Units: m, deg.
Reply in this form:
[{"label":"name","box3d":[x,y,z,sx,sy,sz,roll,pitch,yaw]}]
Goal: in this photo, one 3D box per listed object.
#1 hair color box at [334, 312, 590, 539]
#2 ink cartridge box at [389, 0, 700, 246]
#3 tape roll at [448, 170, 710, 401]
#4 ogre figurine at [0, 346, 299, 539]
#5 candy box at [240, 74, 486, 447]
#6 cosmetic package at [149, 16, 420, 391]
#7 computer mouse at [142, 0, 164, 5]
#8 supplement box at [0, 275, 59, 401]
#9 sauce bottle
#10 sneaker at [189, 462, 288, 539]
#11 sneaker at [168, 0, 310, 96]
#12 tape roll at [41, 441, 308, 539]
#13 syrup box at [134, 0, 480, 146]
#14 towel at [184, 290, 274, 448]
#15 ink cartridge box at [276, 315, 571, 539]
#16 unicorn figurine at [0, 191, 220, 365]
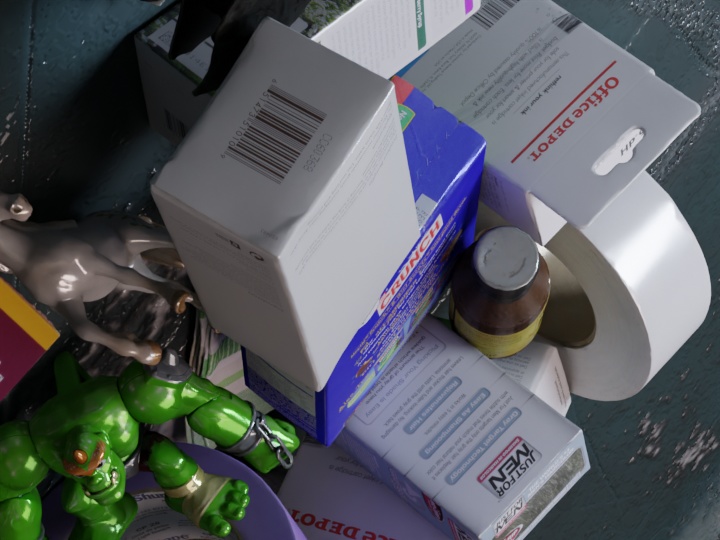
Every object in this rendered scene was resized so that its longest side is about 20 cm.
[{"label":"hair color box","box3d":[0.043,0.094,1.523,0.099,0.200,0.061,-44,150,-15]},{"label":"ink cartridge box","box3d":[0.104,-0.098,1.436,0.116,0.200,0.068,-44,150,-13]},{"label":"tape roll","box3d":[0.139,-0.008,1.584,0.071,0.202,0.203,-44,151,-26]},{"label":"ogre figurine","box3d":[-0.152,0.116,1.402,0.120,0.199,0.098,58,29,-38]},{"label":"candy box","box3d":[0.000,0.000,1.420,0.169,0.077,0.200,-53,171,-16]},{"label":"cosmetic package","box3d":[-0.033,-0.029,1.202,0.113,0.081,0.200,-56,165,-17]},{"label":"computer mouse","box3d":[-0.021,-0.188,1.238,0.199,0.053,0.138,-18,166,-37]},{"label":"supplement box","box3d":[-0.267,0.061,1.174,0.200,0.110,0.086,-48,151,-7]},{"label":"sauce bottle","box3d":[0.089,0.013,1.475,0.065,0.065,0.200,-48,173,-7]},{"label":"sneaker","box3d":[-0.105,0.217,1.627,0.201,0.081,0.088,-61,150,-1]},{"label":"sneaker","box3d":[-0.038,-0.177,1.119,0.104,0.060,0.200,-25,151,-26]},{"label":"tape roll","box3d":[-0.123,0.216,1.466,0.200,0.200,0.085,-46,150,-10]},{"label":"syrup box","box3d":[-0.026,-0.142,1.325,0.200,0.079,0.082,-38,148,-23]},{"label":"towel","box3d":[-0.053,0.021,1.529,0.152,0.023,0.201,-31,145,-35]},{"label":"ink cartridge box","box3d":[0.039,0.136,1.589,0.200,0.146,0.084,-63,153,-26]},{"label":"unicorn figurine","box3d":[-0.149,-0.007,1.276,0.074,0.137,0.200,-63,165,2]}]
